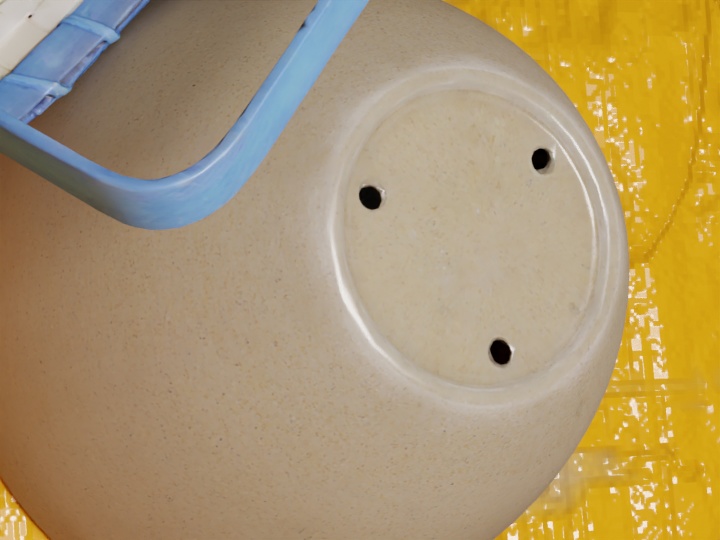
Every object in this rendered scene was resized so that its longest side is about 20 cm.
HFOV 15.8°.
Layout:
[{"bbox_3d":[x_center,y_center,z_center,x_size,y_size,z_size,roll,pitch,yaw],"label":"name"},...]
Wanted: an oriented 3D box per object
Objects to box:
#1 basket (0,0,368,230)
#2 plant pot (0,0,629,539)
[{"bbox_3d":[-0.076,-0.107,0.678,0.200,0.139,0.176,25,61,21],"label":"basket"},{"bbox_3d":[0.000,0.000,0.741,0.200,0.134,0.201,5,80,-29],"label":"plant pot"}]
